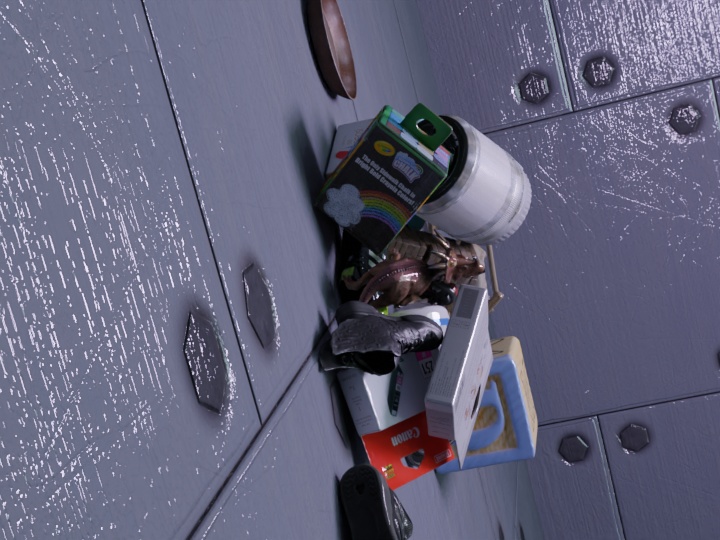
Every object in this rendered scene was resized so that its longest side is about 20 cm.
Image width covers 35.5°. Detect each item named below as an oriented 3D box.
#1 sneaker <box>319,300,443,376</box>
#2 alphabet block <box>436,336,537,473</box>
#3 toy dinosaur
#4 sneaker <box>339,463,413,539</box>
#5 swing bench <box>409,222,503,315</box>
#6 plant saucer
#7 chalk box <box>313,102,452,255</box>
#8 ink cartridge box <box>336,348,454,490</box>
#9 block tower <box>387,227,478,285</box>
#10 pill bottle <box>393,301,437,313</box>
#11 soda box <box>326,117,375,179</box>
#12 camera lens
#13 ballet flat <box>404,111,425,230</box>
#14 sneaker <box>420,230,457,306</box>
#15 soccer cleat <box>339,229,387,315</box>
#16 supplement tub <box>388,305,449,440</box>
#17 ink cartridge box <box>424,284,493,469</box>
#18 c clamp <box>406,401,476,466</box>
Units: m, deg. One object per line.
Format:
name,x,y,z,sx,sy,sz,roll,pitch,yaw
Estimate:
sneaker,0.033,0.101,1.477,0.199,0.060,0.104,17,37,-29
alphabet block,0.222,0.249,2.121,0.200,0.195,0.197,-37,116,-76
toy dinosaur,0.064,0.006,1.552,0.200,0.135,0.086,-24,90,-39
sneaker,0.029,0.345,1.367,0.114,0.076,0.200,50,23,-53
swing bench,0.162,0.040,2.041,0.199,0.129,0.200,-90,-169,-46
plant saucer,-0.049,-0.378,1.869,0.200,0.034,0.201,-12,90,-78
chalk box,0.046,-0.146,1.591,0.125,0.200,0.124,38,20,-7
ink cartridge box,0.066,0.197,1.546,0.200,0.043,0.174,-13,80,-54
block tower,0.092,-0.028,1.792,0.058,0.199,0.054,-104,-149,-57
pill bottle,0.117,0.163,1.897,0.113,0.112,0.200,-83,158,-59
soda box,-0.006,-0.171,1.767,0.200,0.068,0.064,-82,158,-60
camera lens,0.154,-0.138,1.750,0.200,0.160,0.160,27,47,-46
ballet flat,0.069,-0.160,1.831,0.075,0.068,0.201,18,-67,56
sneaker,0.110,-0.014,1.889,0.200,0.098,0.071,40,-24,45
soccer cleat,0.000,0.000,1.638,0.081,0.067,0.201,33,42,-52
supplement tub,0.087,0.162,1.705,0.132,0.132,0.201,18,59,-77
ink cartridge box,0.141,0.151,1.588,0.176,0.045,0.200,79,26,-51
c clamp,0.131,0.219,1.839,0.027,0.200,0.171,23,-32,45
